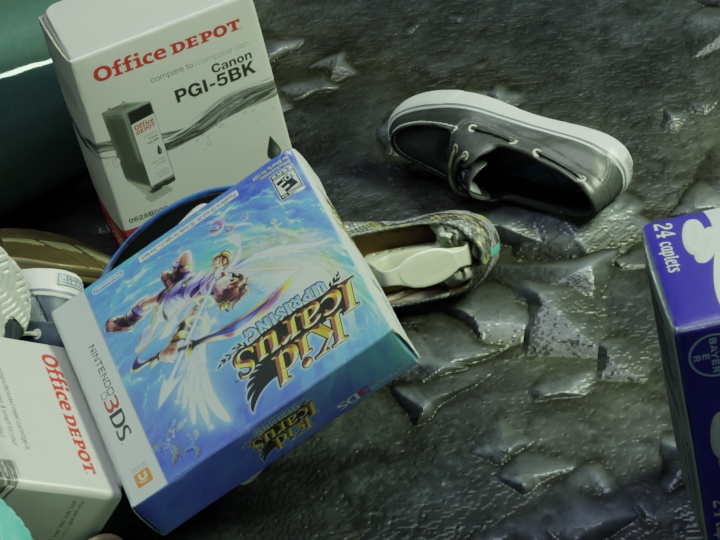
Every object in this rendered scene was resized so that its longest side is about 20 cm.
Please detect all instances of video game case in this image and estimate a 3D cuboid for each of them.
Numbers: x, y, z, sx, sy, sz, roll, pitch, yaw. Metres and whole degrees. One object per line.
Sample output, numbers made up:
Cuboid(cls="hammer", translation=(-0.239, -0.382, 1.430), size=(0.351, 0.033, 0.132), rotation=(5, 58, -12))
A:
Cuboid(cls="video game case", translation=(-0.085, 0.042, 1.412), size=(0.200, 0.045, 0.182), rotation=(-35, 50, 5))

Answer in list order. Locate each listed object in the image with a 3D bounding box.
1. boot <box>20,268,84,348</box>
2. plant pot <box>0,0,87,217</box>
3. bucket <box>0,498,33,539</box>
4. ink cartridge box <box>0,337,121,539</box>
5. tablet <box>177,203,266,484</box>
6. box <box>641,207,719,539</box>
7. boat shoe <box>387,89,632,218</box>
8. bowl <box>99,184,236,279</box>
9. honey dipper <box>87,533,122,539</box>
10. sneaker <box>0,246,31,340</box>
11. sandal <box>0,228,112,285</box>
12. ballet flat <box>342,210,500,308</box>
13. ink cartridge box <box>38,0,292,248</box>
Cuboid(cls="boot", translation=(-0.279, 0.061, 1.559), size=(0.199, 0.073, 0.091), rotation=(-15, 65, 37))
Cuboid(cls="plant pot", translation=(-0.290, -0.129, 1.724), size=(0.195, 0.201, 0.200), rotation=(-25, 37, -27))
Cuboid(cls="bucket", translation=(-0.268, 0.218, 1.249), size=(0.206, 0.208, 0.135), rotation=(-15, 30, 0))
Cuboid(cls="ink cartridge box", translation=(-0.268, 0.109, 1.382), size=(0.199, 0.084, 0.146), rotation=(12, 34, -35))
Cuboid(cls="tablet", translation=(-0.092, 0.044, 1.454), size=(0.130, 0.014, 0.200), rotation=(-48, 48, -6))
Cuboid(cls="box", translation=(0.279, 0.054, 1.281), size=(0.199, 0.185, 0.105), rotation=(-13, 35, 3))
Cuboid(cls="boat shoe", translation=(0.099, -0.077, 1.618), size=(0.199, 0.070, 0.066), rotation=(17, 45, 25))
Cuboid(cls="bowl", translation=(-0.102, 0.029, 1.505), size=(0.200, 0.039, 0.201), rotation=(-15, 53, 21))
Cuboid(cls="honey dipper", translation=(-0.119, 0.231, 1.316), size=(0.038, 0.038, 0.200), rotation=(-26, 42, -15))
Cuboid(cls="sneaker", translation=(-0.322, -0.002, 1.459), size=(0.129, 0.199, 0.080), rotation=(11, 86, 43))
Cuboid(cls="sandal", translation=(-0.271, 0.007, 1.623), size=(0.199, 0.054, 0.080), rotation=(-3, 22, -21))
Cuboid(cls="ballet flat", translation=(0.000, 0.000, 1.535), size=(0.199, 0.072, 0.072), rotation=(-12, 37, 2))
Cuboid(cls="ink cartridge box", translation=(-0.136, -0.115, 1.629), size=(0.146, 0.201, 0.083), rotation=(-22, 38, -10))
